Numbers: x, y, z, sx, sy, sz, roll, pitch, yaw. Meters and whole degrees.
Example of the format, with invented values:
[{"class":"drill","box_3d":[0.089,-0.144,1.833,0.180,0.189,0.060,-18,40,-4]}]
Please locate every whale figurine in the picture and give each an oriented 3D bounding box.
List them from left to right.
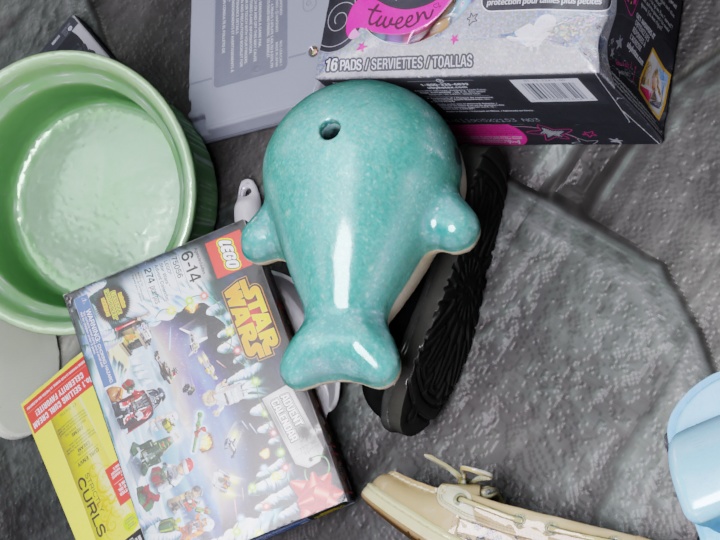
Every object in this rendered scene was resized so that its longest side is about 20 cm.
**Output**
[{"class":"whale figurine","box_3d":[-0.007,-0.028,0.941,0.158,0.104,0.201,-1,60,20]}]

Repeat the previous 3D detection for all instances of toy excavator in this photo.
[{"class":"toy excavator","box_3d":[0.207,0.132,0.798,0.099,0.200,0.196,-25,62,21]}]

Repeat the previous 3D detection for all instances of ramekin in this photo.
[{"class":"ramekin","box_3d":[-0.201,-0.053,1.129,0.198,0.098,0.202,-1,87,12]}]

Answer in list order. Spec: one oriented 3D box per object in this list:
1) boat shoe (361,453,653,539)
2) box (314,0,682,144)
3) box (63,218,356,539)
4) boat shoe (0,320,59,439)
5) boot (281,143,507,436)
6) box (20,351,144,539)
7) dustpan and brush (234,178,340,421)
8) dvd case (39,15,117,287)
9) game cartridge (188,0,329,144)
[{"class":"boat shoe","box_3d":[0.094,0.161,0.937,0.199,0.073,0.063,22,78,23]},{"class":"box","box_3d":[0.092,-0.157,1.008,0.198,0.132,0.116,2,75,30]},{"class":"box","box_3d":[-0.101,0.084,1.023,0.136,0.040,0.201,-23,78,4]},{"class":"boat shoe","box_3d":[-0.286,0.039,1.206,0.071,0.070,0.203,-31,65,47]},{"class":"boot","box_3d":[0.001,0.001,1.035,0.157,0.080,0.213,8,66,25]},{"class":"box","box_3d":[-0.171,0.158,1.099,0.075,0.050,0.201,-38,58,13]},{"class":"dustpan and brush","box_3d":[-0.082,0.024,1.101,0.138,0.057,0.202,-13,73,20]},{"class":"dvd case","box_3d":[-0.227,-0.093,1.237,0.150,0.025,0.200,-47,57,8]},{"class":"game cartridge","box_3d":[-0.068,-0.202,1.177,0.132,0.040,0.202,-12,67,30]}]
